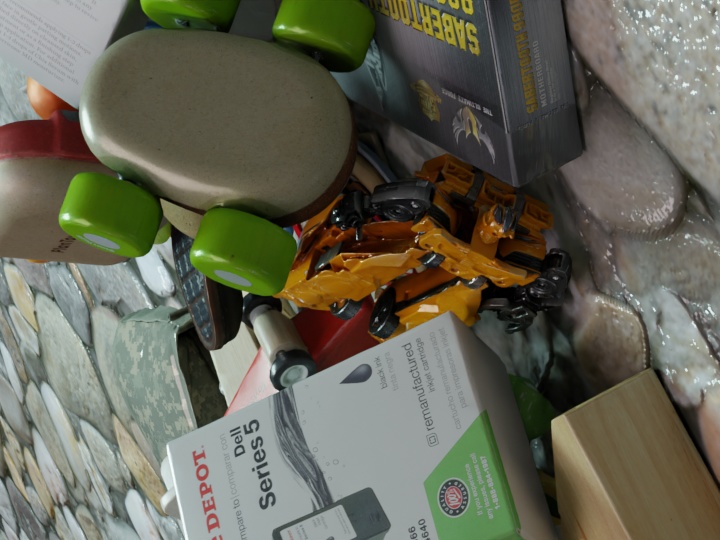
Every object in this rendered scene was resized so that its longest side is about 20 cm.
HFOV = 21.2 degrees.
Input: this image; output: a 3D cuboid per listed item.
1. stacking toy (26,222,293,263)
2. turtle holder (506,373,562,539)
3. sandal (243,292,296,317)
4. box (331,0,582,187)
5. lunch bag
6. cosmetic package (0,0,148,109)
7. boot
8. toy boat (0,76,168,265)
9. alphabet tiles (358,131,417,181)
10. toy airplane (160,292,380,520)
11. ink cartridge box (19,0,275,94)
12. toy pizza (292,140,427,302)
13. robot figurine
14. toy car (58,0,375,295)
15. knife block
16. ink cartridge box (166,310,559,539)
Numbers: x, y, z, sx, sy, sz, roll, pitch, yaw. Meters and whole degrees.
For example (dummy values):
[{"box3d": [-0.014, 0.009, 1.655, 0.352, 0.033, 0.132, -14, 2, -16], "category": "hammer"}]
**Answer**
[{"box3d": [-0.154, -0.055, 1.374, 0.116, 0.199, 0.110, 45, 152, 47], "category": "stacking toy"}, {"box3d": [0.091, 0.172, 1.188, 0.141, 0.186, 0.131, 35, 159, -34], "category": "turtle holder"}, {"box3d": [-0.078, 0.055, 1.462, 0.077, 0.070, 0.213, -17, 97, 34], "category": "sandal"}, {"box3d": [0.035, -0.152, 1.051, 0.200, 0.048, 0.159, 35, 143, 52], "category": "box"}, {"box3d": [-0.118, 0.114, 1.587, 0.201, 0.117, 0.164, 64, 158, -11], "category": "lunch bag"}, {"box3d": [-0.157, -0.202, 1.111, 0.101, 0.071, 0.200, 34, 133, 0], "category": "cosmetic package"}, {"box3d": [-0.071, -0.050, 1.237, 0.075, 0.096, 0.201, 146, 119, -65], "category": "boot"}, {"box3d": [-0.191, -0.079, 1.239, 0.200, 0.130, 0.132, 149, 124, -65], "category": "toy boat"}, {"box3d": [0.010, -0.014, 1.309, 0.200, 0.006, 0.167, 4, 117, 65], "category": "alphabet tiles"}, {"box3d": [-0.045, 0.112, 1.296, 0.199, 0.140, 0.202, -11, 74, 53], "category": "toy airplane"}, {"box3d": [-0.150, -0.169, 1.309, 0.200, 0.114, 0.068, -18, 72, 60], "category": "ink cartridge box"}, {"box3d": [0.000, 0.000, 1.295, 0.200, 0.032, 0.201, 48, 152, 35], "category": "toy pizza"}, {"box3d": [0.034, -0.009, 1.119, 0.144, 0.059, 0.200, 26, 153, -21], "category": "robot figurine"}, {"box3d": [-0.066, -0.060, 1.120, 0.157, 0.165, 0.200, 15, 166, 15], "category": "toy car"}, {"box3d": [0.184, 0.177, 1.046, 0.175, 0.064, 0.201, 39, 146, 46], "category": "knife block"}, {"box3d": [0.000, 0.137, 1.119, 0.084, 0.199, 0.146, 42, -153, -54], "category": "ink cartridge box"}]
